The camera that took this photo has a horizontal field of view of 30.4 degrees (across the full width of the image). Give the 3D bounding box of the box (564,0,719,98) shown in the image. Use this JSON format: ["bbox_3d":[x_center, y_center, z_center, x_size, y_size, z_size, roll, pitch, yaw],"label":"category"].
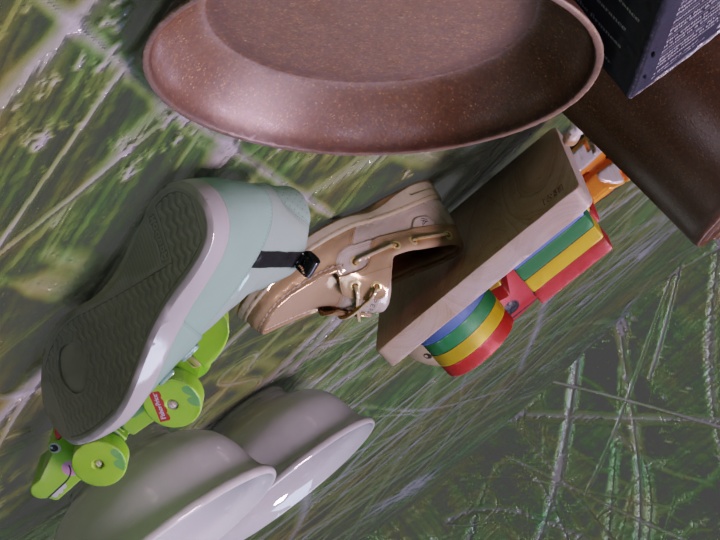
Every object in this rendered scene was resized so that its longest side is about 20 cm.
[{"bbox_3d":[0.109,-0.183,0.506,0.104,0.148,0.200,-36,167,-7],"label":"box"}]

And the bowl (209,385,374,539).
[{"bbox_3d":[-0.090,0.176,1.282,0.200,0.091,0.201,-36,166,-11],"label":"bowl"}]

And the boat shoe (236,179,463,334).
[{"bbox_3d":[0.000,0.000,0.986,0.199,0.069,0.074,-31,165,-30],"label":"boat shoe"}]

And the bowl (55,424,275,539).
[{"bbox_3d":[-0.174,0.190,1.073,0.200,0.091,0.201,-36,167,-10],"label":"bowl"}]

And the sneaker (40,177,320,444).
[{"bbox_3d":[-0.103,0.027,0.781,0.118,0.074,0.201,-8,145,-53],"label":"sneaker"}]

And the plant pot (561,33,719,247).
[{"bbox_3d":[0.195,-0.137,0.782,0.200,0.199,0.200,-37,167,-10],"label":"plant pot"}]

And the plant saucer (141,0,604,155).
[{"bbox_3d":[0.005,-0.101,0.578,0.198,0.037,0.201,0,164,0],"label":"plant saucer"}]

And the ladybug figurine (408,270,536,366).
[{"bbox_3d":[0.129,0.035,1.439,0.199,0.072,0.136,-39,166,-1],"label":"ladybug figurine"}]

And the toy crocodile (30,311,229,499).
[{"bbox_3d":[-0.155,0.083,0.877,0.200,0.062,0.068,-39,-157,24],"label":"toy crocodile"}]

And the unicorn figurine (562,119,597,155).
[{"bbox_3d":[0.185,-0.149,1.019,0.200,0.074,0.138,-51,171,-21],"label":"unicorn figurine"}]

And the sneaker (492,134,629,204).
[{"bbox_3d":[0.178,-0.073,1.221,0.199,0.079,0.077,-27,-179,-21],"label":"sneaker"}]

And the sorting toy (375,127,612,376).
[{"bbox_3d":[0.111,-0.007,1.077,0.198,0.070,0.200,-40,-167,14],"label":"sorting toy"}]
